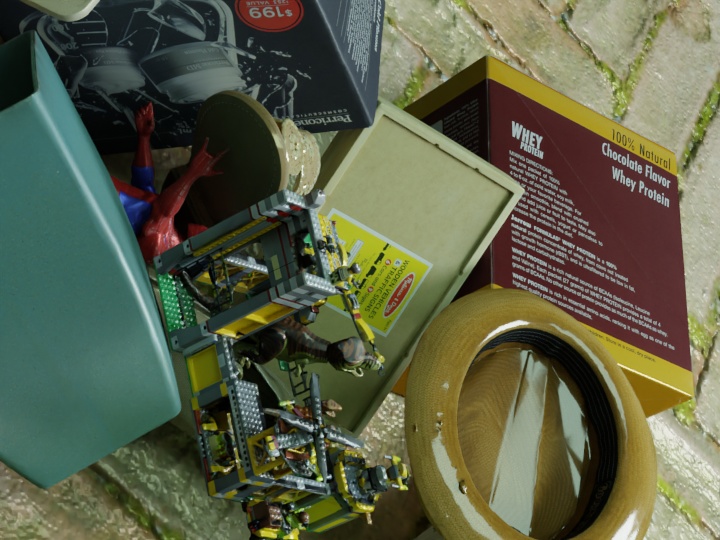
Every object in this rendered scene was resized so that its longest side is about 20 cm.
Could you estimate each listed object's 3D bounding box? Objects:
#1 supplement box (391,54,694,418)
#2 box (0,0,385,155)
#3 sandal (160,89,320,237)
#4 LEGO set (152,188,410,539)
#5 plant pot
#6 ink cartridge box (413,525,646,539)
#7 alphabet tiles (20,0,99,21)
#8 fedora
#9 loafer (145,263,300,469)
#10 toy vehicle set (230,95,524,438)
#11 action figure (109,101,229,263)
[{"bbox_3d":[0.116,-0.007,1.439,0.197,0.132,0.201,23,54,-35],"label":"supplement box"},{"bbox_3d":[-0.104,-0.168,1.215,0.182,0.199,0.105,62,28,-53],"label":"box"},{"bbox_3d":[-0.060,-0.064,1.232,0.069,0.212,0.078,-22,83,-25],"label":"sandal"},{"bbox_3d":[-0.024,0.046,1.155,0.153,0.115,0.201,28,45,-48],"label":"LEGO set"},{"bbox_3d":[-0.184,0.003,1.107,0.201,0.141,0.141,60,2,-22],"label":"plant pot"},{"bbox_3d":[0.106,0.218,1.342,0.200,0.087,0.146,-31,92,-46],"label":"ink cartridge box"},{"bbox_3d":[-0.199,-0.212,1.135,0.195,0.015,0.200,26,64,19],"label":"alphabet tiles"},{"bbox_3d":[0.091,0.113,1.266,0.200,0.082,0.202,15,59,-27],"label":"fedora"},{"bbox_3d":[-0.103,0.055,1.222,0.200,0.068,0.076,36,87,-27],"label":"loafer"},{"bbox_3d":[0.000,0.000,1.296,0.124,0.201,0.027,30,9,-31],"label":"toy vehicle set"},{"bbox_3d":[-0.155,-0.075,1.203,0.199,0.099,0.065,32,16,-13],"label":"action figure"}]
